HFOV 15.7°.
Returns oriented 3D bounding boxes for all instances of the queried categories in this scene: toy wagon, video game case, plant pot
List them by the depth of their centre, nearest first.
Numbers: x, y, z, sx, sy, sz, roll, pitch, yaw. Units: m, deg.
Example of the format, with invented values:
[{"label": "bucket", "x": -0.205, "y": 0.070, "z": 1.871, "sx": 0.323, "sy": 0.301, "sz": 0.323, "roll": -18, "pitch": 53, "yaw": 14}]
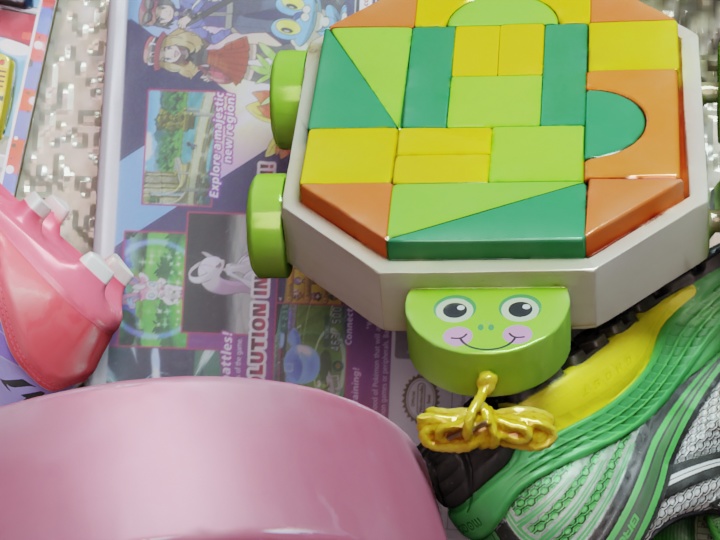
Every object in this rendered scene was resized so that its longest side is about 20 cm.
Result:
[{"label": "plant pot", "x": -0.058, "y": 0.154, "z": 0.713, "sx": 0.199, "sy": 0.200, "sz": 0.180, "roll": -14, "pitch": 60, "yaw": 0}, {"label": "toy wagon", "x": 0.044, "y": -0.024, "z": 0.792, "sx": 0.154, "sy": 0.040, "sz": 0.200, "roll": -1, "pitch": 37, "yaw": 7}, {"label": "video game case", "x": 0.000, "y": 0.000, "z": 0.878, "sx": 0.181, "sy": 0.023, "sz": 0.201, "roll": 2, "pitch": 80, "yaw": 3}]

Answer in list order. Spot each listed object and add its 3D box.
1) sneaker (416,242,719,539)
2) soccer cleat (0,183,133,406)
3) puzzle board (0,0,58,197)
[{"label": "sneaker", "x": 0.108, "y": 0.044, "z": 0.820, "sx": 0.200, "sy": 0.078, "sz": 0.085, "roll": -32, "pitch": 91, "yaw": -29}, {"label": "soccer cleat", "x": -0.163, "y": -0.031, "z": 0.858, "sx": 0.200, "sy": 0.067, "sz": 0.077, "roll": 43, "pitch": 92, "yaw": 8}, {"label": "puzzle board", "x": -0.210, "y": -0.073, "z": 0.906, "sx": 0.199, "sy": 0.017, "sz": 0.152, "roll": 10, "pitch": 79, "yaw": 5}]
